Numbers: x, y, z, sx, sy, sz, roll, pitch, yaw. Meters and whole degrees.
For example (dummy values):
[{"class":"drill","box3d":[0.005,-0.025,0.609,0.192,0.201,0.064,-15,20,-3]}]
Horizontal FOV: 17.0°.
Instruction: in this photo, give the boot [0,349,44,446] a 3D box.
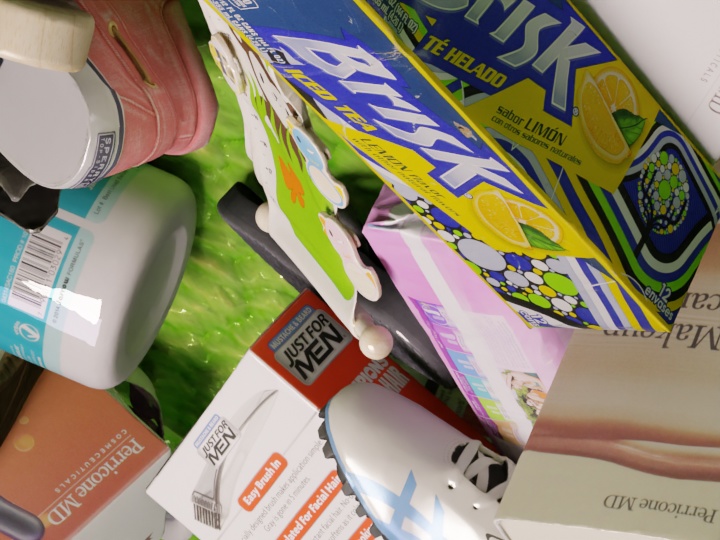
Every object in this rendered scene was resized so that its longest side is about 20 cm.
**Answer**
[{"class":"boot","box3d":[-0.246,0.035,1.230,0.154,0.201,0.072,22,147,11]}]

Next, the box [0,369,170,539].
[{"class":"box","box3d":[-0.223,0.104,1.293,0.200,0.152,0.107,38,151,17]}]

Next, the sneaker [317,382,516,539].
[{"class":"sneaker","box3d":[0.071,0.107,0.978,0.200,0.072,0.073,39,123,0]}]

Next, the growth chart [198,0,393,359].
[{"class":"growth chart","box3d":[-0.040,-0.069,0.946,0.145,0.018,0.201,44,157,62]}]

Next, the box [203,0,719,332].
[{"class":"box","box3d":[0.039,-0.059,0.807,0.070,0.065,0.200,0,146,46]}]

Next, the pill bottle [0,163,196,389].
[{"class":"pill bottle","box3d":[-0.188,-0.028,1.170,0.199,0.111,0.111,23,151,8]}]

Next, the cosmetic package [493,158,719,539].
[{"class":"cosmetic package","box3d":[0.140,0.039,0.908,0.103,0.201,0.087,3,145,34]}]

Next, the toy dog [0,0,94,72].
[{"class":"toy dog","box3d":[-0.156,-0.145,0.944,0.200,0.132,0.096,42,-164,24]}]

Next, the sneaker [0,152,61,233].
[{"class":"sneaker","box3d":[-0.212,-0.086,1.100,0.199,0.105,0.060,16,148,18]}]

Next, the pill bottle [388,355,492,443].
[{"class":"pill bottle","box3d":[0.075,0.092,1.138,0.199,0.117,0.117,15,149,21]}]

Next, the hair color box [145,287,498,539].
[{"class":"hair color box","box3d":[0.015,0.117,1.073,0.200,0.064,0.111,40,129,3]}]

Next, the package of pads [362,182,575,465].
[{"class":"package of pads","box3d":[0.084,0.002,0.978,0.075,0.121,0.200,11,148,37]}]

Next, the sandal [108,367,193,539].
[{"class":"sandal","box3d":[-0.142,0.067,1.351,0.082,0.050,0.203,1,129,55]}]

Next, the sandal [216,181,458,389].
[{"class":"sandal","box3d":[0.001,0.001,1.081,0.076,0.043,0.200,45,172,-35]}]

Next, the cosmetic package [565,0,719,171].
[{"class":"cosmetic package","box3d":[0.062,-0.129,0.825,0.199,0.081,0.113,26,153,3]}]

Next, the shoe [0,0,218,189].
[{"class":"shoe","box3d":[-0.147,-0.117,1.031,0.200,0.091,0.072,48,123,18]}]
